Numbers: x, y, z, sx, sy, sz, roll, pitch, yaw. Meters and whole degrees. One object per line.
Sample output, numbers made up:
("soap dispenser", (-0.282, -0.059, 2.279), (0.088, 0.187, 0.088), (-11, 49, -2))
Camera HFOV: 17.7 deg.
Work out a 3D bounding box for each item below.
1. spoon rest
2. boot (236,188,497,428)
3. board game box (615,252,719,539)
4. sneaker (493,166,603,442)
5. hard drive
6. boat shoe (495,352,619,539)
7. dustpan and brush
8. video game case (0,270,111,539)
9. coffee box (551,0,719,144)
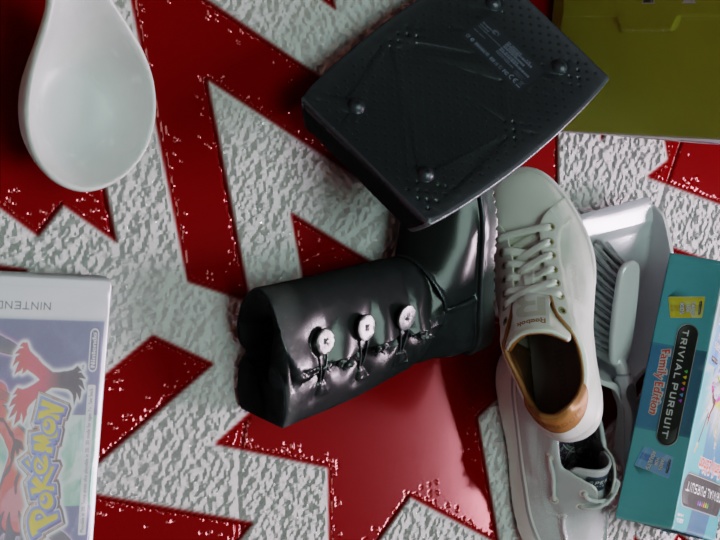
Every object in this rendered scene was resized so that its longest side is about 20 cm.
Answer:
("spoon rest", (-0.177, -0.142, 1.373), (0.099, 0.061, 0.200), (-34, 115, -35))
("boot", (0.000, 0.001, 1.554), (0.200, 0.066, 0.165), (-16, 103, -36))
("board game box", (0.253, 0.100, 1.761), (0.151, 0.047, 0.201), (25, 76, -67))
("sneaker", (0.129, 0.016, 1.617), (0.085, 0.073, 0.201), (33, 43, -71))
("hard drive", (0.062, -0.115, 1.563), (0.135, 0.042, 0.200), (44, 55, 9))
("boat shoe", (0.156, 0.143, 1.699), (0.072, 0.068, 0.201), (-19, 107, -37))
("dustpan and brush", (0.190, 0.058, 1.727), (0.139, 0.057, 0.201), (-15, 114, -41))
("video game case", (-0.231, 0.099, 1.373), (0.182, 0.023, 0.201), (3, 92, -43))
("coffee box", (0.274, -0.191, 1.686), (0.197, 0.199, 0.201), (0, 94, -42))
